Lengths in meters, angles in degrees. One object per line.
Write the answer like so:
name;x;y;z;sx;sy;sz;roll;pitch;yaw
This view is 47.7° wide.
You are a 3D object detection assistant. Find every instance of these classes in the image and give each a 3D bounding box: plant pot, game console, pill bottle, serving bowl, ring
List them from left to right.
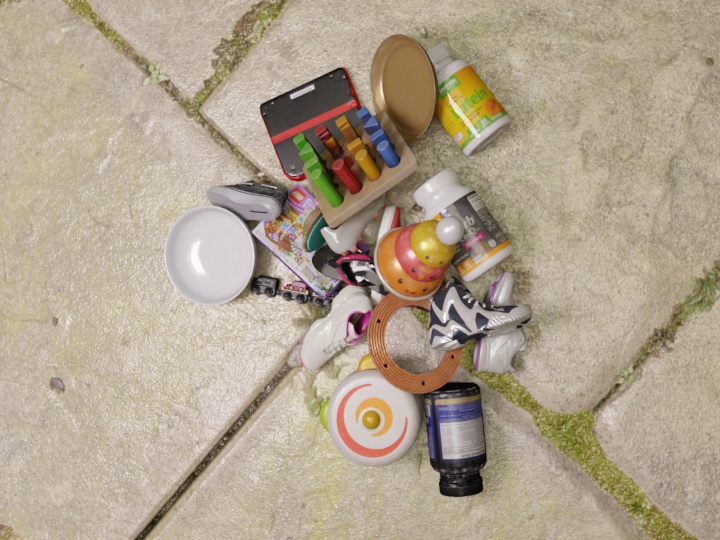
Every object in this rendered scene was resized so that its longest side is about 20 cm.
serving bowl;-0.295;-0.032;1.654;0.198;0.066;0.203;1;95;16
game console;-0.090;-0.292;1.648;0.198;0.031;0.179;-22;83;8
plant pot;0.087;-0.349;1.558;0.027;0.199;0.202;-15;86;-33
ring;0.103;0.131;1.534;0.198;0.019;0.203;6;75;-22
pill bottle;0.183;0.321;1.555;0.111;0.112;0.203;-6;90;9
pill bottle;0.188;-0.329;1.556;0.111;0.111;0.201;-37;84;7
pill bottle;0.193;-0.088;1.552;0.116;0.116;0.201;-35;85;8

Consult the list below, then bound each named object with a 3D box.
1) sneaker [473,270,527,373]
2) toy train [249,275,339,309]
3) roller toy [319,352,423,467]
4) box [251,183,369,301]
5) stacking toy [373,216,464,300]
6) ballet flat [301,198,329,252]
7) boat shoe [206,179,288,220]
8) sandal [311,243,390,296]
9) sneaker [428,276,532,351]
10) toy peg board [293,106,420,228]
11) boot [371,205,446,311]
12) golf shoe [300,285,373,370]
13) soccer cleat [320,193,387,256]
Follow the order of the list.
sneaker;0.279;0.102;1.567;0.098;0.075;0.202;10;99;1
toy train;-0.127;0.043;1.649;0.198;0.034;0.046;11;81;9
roller toy;0.031;0.275;1.566;0.182;0.140;0.200;42;96;7
box;-0.099;-0.056;1.623;0.200;0.039;0.137;42;81;7
stacking toy;0.121;-0.044;1.457;0.145;0.200;0.148;9;65;-20
ballet flat;-0.071;-0.113;1.587;0.065;0.071;0.200;21;53;27
boat shoe;-0.223;-0.145;1.636;0.198;0.072;0.071;14;53;34
sandal;0.000;0.000;1.557;0.198;0.045;0.076;21;103;7
sneaker;0.210;0.061;1.503;0.198;0.079;0.131;-22;66;28
toy peg board;-0.022;-0.218;1.512;0.198;0.098;0.201;-34;42;8
boot;0.101;-0.023;1.593;0.143;0.072;0.202;6;99;9
golf shoe;-0.046;0.124;1.595;0.201;0.075;0.092;-55;39;13
soccer cleat;-0.009;-0.115;1.560;0.069;0.201;0.078;-22;119;45
